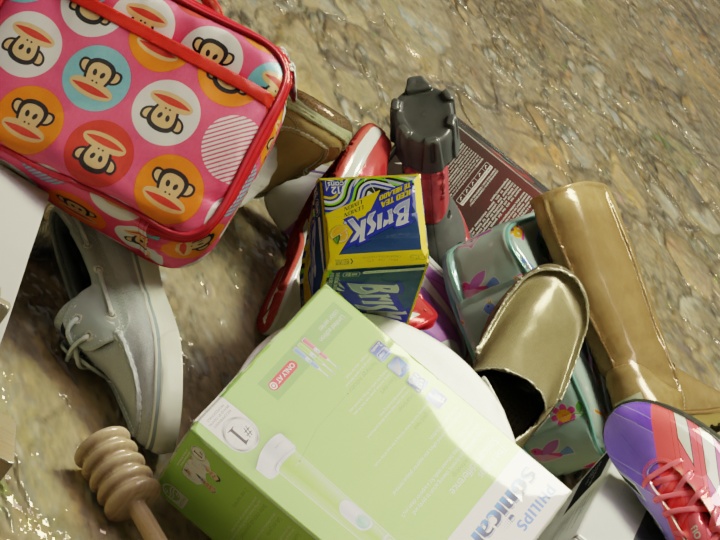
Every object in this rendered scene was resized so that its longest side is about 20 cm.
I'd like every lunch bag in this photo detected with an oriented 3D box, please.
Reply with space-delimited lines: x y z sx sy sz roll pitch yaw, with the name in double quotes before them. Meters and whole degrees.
"lunch bag" 0.142 0.058 1.973 0.201 0.077 0.160 67 20 0
"lunch bag" -0.146 -0.116 1.657 0.200 0.177 0.082 27 -18 3

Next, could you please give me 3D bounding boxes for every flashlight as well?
"flashlight" 0.053 -0.057 1.987 0.068 0.200 0.068 27 63 18

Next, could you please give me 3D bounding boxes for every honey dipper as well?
"honey dipper" -0.105 0.176 1.512 0.038 0.038 0.200 7 41 -52

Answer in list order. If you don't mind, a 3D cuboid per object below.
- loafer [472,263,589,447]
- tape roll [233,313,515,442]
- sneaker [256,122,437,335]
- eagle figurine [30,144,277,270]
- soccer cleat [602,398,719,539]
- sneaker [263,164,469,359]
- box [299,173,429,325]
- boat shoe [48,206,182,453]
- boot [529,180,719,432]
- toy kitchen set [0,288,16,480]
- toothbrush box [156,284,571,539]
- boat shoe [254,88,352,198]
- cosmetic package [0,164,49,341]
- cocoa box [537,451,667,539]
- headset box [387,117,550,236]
"loafer" 0.111 0.078 1.834 0.076 0.067 0.200 30 67 -5
"tape roll" 0.005 0.120 1.659 0.202 0.037 0.203 12 55 -17
"sneaker" 0.008 -0.007 1.892 0.115 0.078 0.200 30 57 -8
"eagle figurine" -0.165 -0.084 1.789 0.152 0.151 0.200 53 14 6
"soccer cleat" 0.221 0.162 1.646 0.200 0.068 0.073 49 29 13
"sneaker" 0.002 0.003 1.941 0.200 0.073 0.114 39 26 0
"box" 0.000 0.000 1.718 0.070 0.200 0.065 -3 72 -6
"boat shoe" -0.160 0.035 1.658 0.071 0.070 0.201 -2 49 -19
"boot" 0.209 0.034 1.962 0.175 0.066 0.201 8 60 -67
"toy kitchen set" -0.267 0.011 1.406 0.200 0.163 0.181 30 25 -21
"toothbrush box" 0.001 0.132 1.572 0.200 0.086 0.146 39 53 5
"boat shoe" -0.063 -0.085 1.908 0.072 0.076 0.200 35 -10 -11
"cosmetic package" -0.239 0.015 1.546 0.051 0.083 0.200 31 24 -13
"cocoa box" 0.171 0.220 1.717 0.131 0.133 0.200 40 23 1
"headset box" 0.114 -0.050 2.153 0.200 0.075 0.149 38 6 -2
